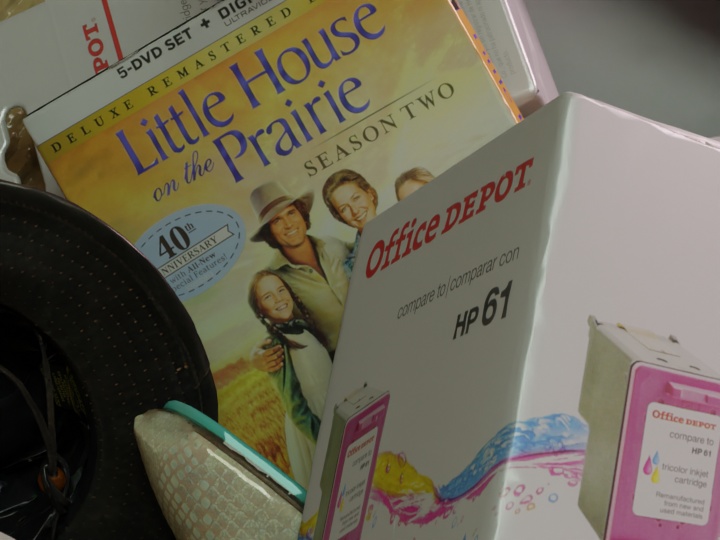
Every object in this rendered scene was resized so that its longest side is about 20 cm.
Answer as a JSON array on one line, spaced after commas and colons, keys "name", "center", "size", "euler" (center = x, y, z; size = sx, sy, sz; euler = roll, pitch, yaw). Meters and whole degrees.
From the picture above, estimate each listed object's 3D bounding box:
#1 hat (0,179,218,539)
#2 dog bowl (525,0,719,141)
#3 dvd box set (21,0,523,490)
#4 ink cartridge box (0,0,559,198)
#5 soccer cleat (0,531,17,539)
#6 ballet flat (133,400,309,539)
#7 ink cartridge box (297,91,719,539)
[{"name": "hat", "center": [-0.147, 0.048, 0.787], "size": [0.200, 0.201, 0.081], "euler": [-3, 21, -6]}, {"name": "dog bowl", "center": [0.109, -0.102, 0.920], "size": [0.200, 0.059, 0.200], "euler": [2, 59, -4]}, {"name": "dvd box set", "center": [0.000, 0.000, 0.783], "size": [0.146, 0.029, 0.200], "euler": [-28, 94, 9]}, {"name": "ink cartridge box", "center": [-0.037, -0.061, 0.851], "size": [0.200, 0.068, 0.115], "euler": [-22, 66, 10]}, {"name": "soccer cleat", "center": [-0.127, 0.175, 0.674], "size": [0.068, 0.073, 0.201], "euler": [9, 104, 14]}, {"name": "ballet flat", "center": [0.000, 0.120, 0.745], "size": [0.200, 0.067, 0.062], "euler": [37, 75, -11]}, {"name": "ink cartridge box", "center": [0.044, 0.069, 0.656], "size": [0.084, 0.144, 0.200], "euler": [20, 69, -18]}]
